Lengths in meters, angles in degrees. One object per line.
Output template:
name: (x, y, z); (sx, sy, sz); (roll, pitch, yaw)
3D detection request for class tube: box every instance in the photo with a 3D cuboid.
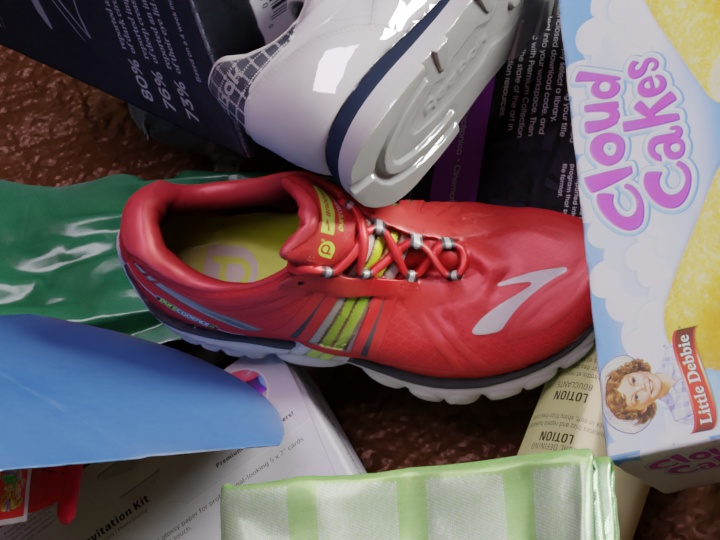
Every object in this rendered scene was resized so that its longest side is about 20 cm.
tube: (0.071, 0.109, 1.063); (0.052, 0.058, 0.201); (24, 71, -5)

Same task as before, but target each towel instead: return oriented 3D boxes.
towel: (0.021, 0.165, 0.973); (0.148, 0.031, 0.202); (-6, 75, 12)

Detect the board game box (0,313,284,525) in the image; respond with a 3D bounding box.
board game box: (-0.131, 0.060, 1.067); (0.158, 0.199, 0.039); (24, 109, 45)

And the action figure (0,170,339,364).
action figure: (-0.068, 0.000, 1.191); (0.198, 0.055, 0.119); (-8, 53, 9)

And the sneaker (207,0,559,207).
sneaker: (0.028, -0.116, 1.078); (0.080, 0.077, 0.200); (28, 59, 25)

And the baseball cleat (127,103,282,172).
baseball cleat: (-0.002, -0.104, 1.236); (0.198, 0.070, 0.107); (-7, 48, 7)

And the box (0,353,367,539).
box: (-0.052, 0.138, 1.077); (0.155, 0.041, 0.200); (-35, 46, 3)

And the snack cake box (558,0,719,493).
snack cake box: (0.141, -0.031, 1.032); (0.114, 0.067, 0.202); (-13, 71, 23)

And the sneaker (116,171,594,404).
sneaker: (0.000, 0.000, 1.079); (0.198, 0.085, 0.078); (1, 67, 15)

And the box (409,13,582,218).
box: (0.116, -0.054, 1.111); (0.199, 0.036, 0.144); (4, 79, 31)

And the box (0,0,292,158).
box: (-0.086, -0.155, 1.157); (0.104, 0.149, 0.200); (-37, 39, -23)
